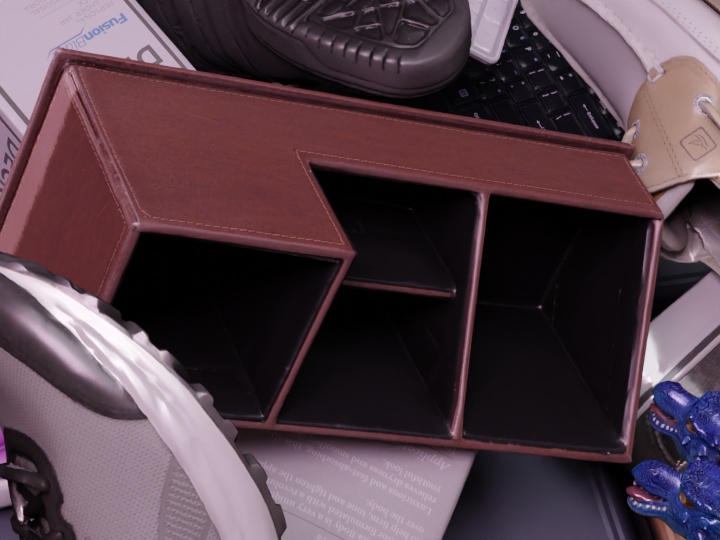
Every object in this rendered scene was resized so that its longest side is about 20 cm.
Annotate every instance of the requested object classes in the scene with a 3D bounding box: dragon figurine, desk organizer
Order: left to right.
[{"bbox_3d":[0.000,0.000,0.730,0.199,0.072,0.077,7,35,-30],"label":"desk organizer"},{"bbox_3d":[0.152,0.120,0.778,0.200,0.100,0.059,40,58,4],"label":"dragon figurine"}]

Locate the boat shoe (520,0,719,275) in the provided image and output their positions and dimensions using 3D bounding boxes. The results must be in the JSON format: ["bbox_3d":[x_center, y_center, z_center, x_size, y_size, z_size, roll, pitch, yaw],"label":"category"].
[{"bbox_3d":[0.114,-0.039,0.809,0.068,0.075,0.200,-41,61,-11],"label":"boat shoe"}]

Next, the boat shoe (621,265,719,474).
[{"bbox_3d":[0.160,0.011,0.868,0.200,0.071,0.064,-40,76,-22],"label":"boat shoe"}]

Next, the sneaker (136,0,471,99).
[{"bbox_3d":[-0.047,-0.085,0.811,0.199,0.104,0.060,28,60,23],"label":"sneaker"}]

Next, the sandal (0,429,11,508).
[{"bbox_3d":[-0.175,0.000,0.788,0.202,0.050,0.083,28,57,2],"label":"sandal"}]

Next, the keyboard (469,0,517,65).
[{"bbox_3d":[-0.037,-0.130,0.855,0.199,0.011,0.056,27,30,-5],"label":"keyboard"}]

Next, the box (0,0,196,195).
[{"bbox_3d":[-0.137,-0.083,0.808,0.060,0.117,0.200,-33,74,-28],"label":"box"}]

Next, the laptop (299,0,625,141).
[{"bbox_3d":[0.069,-0.128,0.899,0.199,0.103,0.178,-19,67,-24],"label":"laptop"}]

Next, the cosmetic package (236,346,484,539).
[{"bbox_3d":[-0.050,0.119,0.735,0.106,0.090,0.201,27,60,0],"label":"cosmetic package"}]

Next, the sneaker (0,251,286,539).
[{"bbox_3d":[-0.056,0.084,0.627,0.079,0.074,0.201,-33,103,-18],"label":"sneaker"}]
